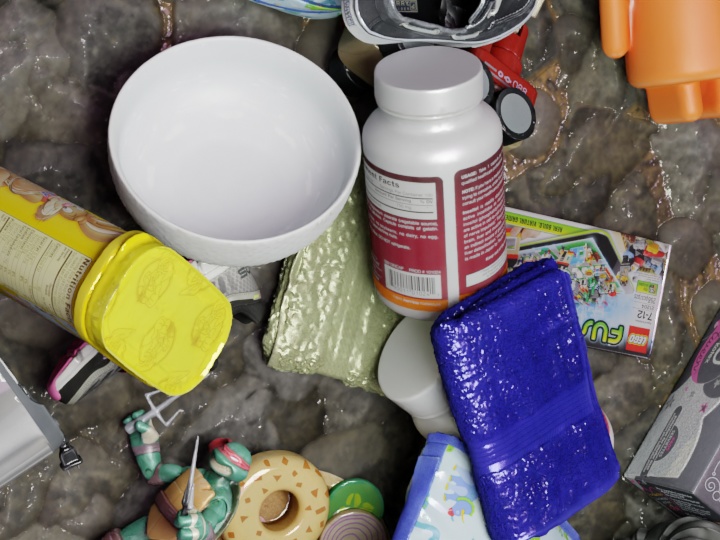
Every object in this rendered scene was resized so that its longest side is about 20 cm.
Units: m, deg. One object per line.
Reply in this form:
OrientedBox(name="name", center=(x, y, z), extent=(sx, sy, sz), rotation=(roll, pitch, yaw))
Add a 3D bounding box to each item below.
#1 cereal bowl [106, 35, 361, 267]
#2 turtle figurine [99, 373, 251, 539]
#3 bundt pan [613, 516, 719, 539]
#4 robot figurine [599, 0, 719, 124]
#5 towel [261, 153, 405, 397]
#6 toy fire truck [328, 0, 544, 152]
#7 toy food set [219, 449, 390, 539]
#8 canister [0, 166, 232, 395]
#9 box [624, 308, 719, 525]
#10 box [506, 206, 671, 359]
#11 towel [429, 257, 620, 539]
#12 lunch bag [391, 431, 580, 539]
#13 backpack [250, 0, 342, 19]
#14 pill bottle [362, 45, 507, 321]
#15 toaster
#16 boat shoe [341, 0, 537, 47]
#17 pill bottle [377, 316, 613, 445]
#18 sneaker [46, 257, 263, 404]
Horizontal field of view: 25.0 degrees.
OrientedBox(name="cereal bowl", center=(-0.102, -0.084, 1.296), extent=(0.199, 0.083, 0.201), rotation=(4, 59, -7))
OrientedBox(name="turtle figurine", center=(-0.149, 0.190, 1.288), extent=(0.101, 0.150, 0.200), rotation=(40, 88, -34))
OrientedBox(name="bundt pan", center=(0.248, 0.280, 1.429), extent=(0.201, 0.202, 0.076), rotation=(-26, 90, -20))
OrientedBox(name="robot figurine", center=(0.289, -0.234, 1.460), extent=(0.143, 0.117, 0.201), rotation=(-5, 95, 15))
OrientedBox(name="towel", center=(0.000, 0.000, 1.391), extent=(0.148, 0.036, 0.201), rotation=(16, 85, -24))
OrientedBox(name="toy fire truck", center=(0.092, -0.219, 1.388), extent=(0.176, 0.128, 0.201), rotation=(33, 60, -26))
OrientedBox(name="toy food set", center=(-0.052, 0.262, 1.374), extent=(0.197, 0.049, 0.201), rotation=(27, 82, -22))
OrientedBox(name="canister", center=(-0.210, 0.000, 1.192), extent=(0.087, 0.199, 0.149), rotation=(-59, 149, -10))
OrientedBox(name="box", center=(0.357, 0.141, 1.498), extent=(0.115, 0.132, 0.201), rotation=(37, 78, -17))
OrientedBox(name="box", center=(0.181, 0.010, 1.469), extent=(0.199, 0.035, 0.111), rotation=(11, 88, -23))
OrientedBox(name="towel", center=(0.138, 0.105, 1.298), extent=(0.147, 0.049, 0.201), rotation=(-30, 108, -37))
OrientedBox(name="lunch bag", center=(0.078, 0.250, 1.344), extent=(0.200, 0.127, 0.171), rotation=(49, 55, -49))
OrientedBox(name="backpack", center=(-0.062, -0.284, 1.299), extent=(0.200, 0.154, 0.164), rotation=(33, 77, -28))
OrientedBox(name="pill bottle", center=(0.060, -0.070, 1.300), extent=(0.112, 0.113, 0.201), rotation=(-18, 124, -21))
OrientedBox(name="toaster", center=(-0.316, 0.103, 1.222), extent=(0.129, 0.114, 0.201), rotation=(-36, 108, -13))
OrientedBox(name="boat shoe", center=(0.079, -0.214, 1.276), extent=(0.199, 0.068, 0.072), rotation=(-8, 94, -41))
OrientedBox(name="pill bottle", center=(0.115, 0.117, 1.385), extent=(0.200, 0.114, 0.114), rotation=(37, 78, -32))
OrientedBox(name="sneaker", center=(-0.157, 0.056, 1.306), extent=(0.200, 0.074, 0.088), rotation=(-38, 100, -22))
